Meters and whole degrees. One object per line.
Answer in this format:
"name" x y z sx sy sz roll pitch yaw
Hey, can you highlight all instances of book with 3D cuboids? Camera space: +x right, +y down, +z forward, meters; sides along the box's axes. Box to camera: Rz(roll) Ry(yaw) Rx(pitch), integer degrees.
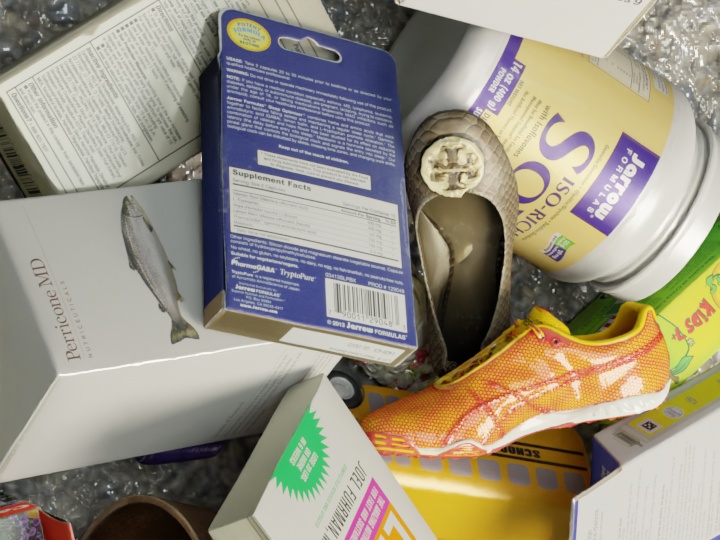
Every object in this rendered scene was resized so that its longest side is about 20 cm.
"book" 0.001 0.176 1.286 0.200 0.048 0.134 56 33 -20

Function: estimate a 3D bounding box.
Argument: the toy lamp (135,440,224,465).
"toy lamp" -0.176 0.080 1.350 0.199 0.058 0.059 8 87 -22

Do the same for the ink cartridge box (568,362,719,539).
"ink cartridge box" 0.183 0.174 1.435 0.199 0.047 0.199 -22 128 -34

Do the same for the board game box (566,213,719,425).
"board game box" 0.209 0.018 1.480 0.200 0.102 0.048 -41 105 -17

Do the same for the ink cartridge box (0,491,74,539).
"ink cartridge box" -0.196 0.185 1.264 0.050 0.200 0.110 -14 95 -21

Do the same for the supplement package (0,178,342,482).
"supplement package" -0.123 0.029 1.296 0.199 0.117 0.117 -9 62 -35

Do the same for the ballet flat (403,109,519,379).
"ballet flat" 0.060 -0.004 1.362 0.067 0.046 0.201 2 126 7

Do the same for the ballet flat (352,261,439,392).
"ballet flat" 0.000 0.000 1.417 0.076 0.064 0.200 -41 105 -17

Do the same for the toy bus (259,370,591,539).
"toy bus" 0.041 0.121 1.415 0.199 0.065 0.079 10 46 -22

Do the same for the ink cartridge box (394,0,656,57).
"ink cartridge box" 0.094 -0.240 1.345 0.145 0.088 0.201 11 53 -22

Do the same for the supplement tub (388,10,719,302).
"supplement tub" 0.116 -0.082 1.419 0.199 0.145 0.146 31 79 -18

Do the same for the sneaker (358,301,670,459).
"sneaker" 0.087 0.065 1.360 0.199 0.073 0.078 -16 98 -18

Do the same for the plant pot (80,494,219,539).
"plant pot" -0.052 0.232 1.350 0.199 0.187 0.188 8 87 -36

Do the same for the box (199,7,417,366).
"box" -0.031 -0.049 1.299 0.121 0.032 0.201 13 58 -25

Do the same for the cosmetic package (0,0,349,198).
"cosmetic package" -0.121 -0.116 1.354 0.200 0.087 0.104 -32 101 -18
